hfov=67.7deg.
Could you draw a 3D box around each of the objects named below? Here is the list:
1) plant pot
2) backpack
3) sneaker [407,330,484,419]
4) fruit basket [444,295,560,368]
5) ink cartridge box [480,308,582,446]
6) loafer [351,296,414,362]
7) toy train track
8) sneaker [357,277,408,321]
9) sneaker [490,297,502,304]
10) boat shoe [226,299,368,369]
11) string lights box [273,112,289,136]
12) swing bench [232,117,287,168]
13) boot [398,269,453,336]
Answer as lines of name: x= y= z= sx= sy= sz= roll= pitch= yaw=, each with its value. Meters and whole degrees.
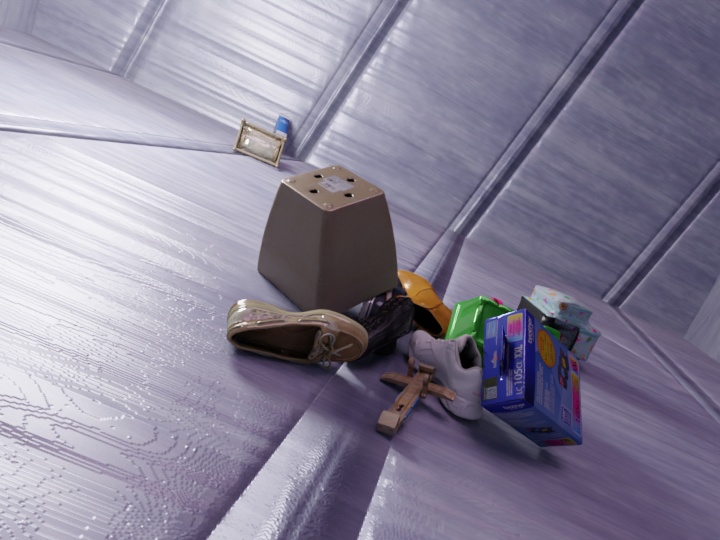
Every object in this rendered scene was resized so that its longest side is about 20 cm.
plant pot: x=-0.054 y=-0.066 z=0.941 sx=0.196 sy=0.182 sz=0.198 roll=-23 pitch=42 yaw=-36
backpack: x=0.512 y=0.139 z=1.380 sx=0.196 sy=0.157 sz=0.176 roll=27 pitch=7 yaw=-16
sneaker: x=0.145 y=0.138 z=0.850 sx=0.076 sy=0.102 sz=0.200 roll=13 pitch=18 yaw=-30
fruit basket: x=0.247 y=0.147 z=0.994 sx=0.209 sy=0.159 sz=0.218 roll=18 pitch=-30 yaw=11
ink cartridge box: x=0.241 y=0.153 z=0.778 sx=0.198 sy=0.075 sz=0.140 roll=35 pitch=51 yaw=-31
loafer: x=0.034 y=0.104 z=0.854 sx=0.066 sy=0.073 sz=0.199 roll=-4 pitch=14 yaw=33
toy train track: x=0.068 y=0.161 z=0.732 sx=0.111 sy=0.034 sz=0.199 roll=12 pitch=16 yaw=20
sneaker: x=0.053 y=0.058 z=1.030 sx=0.077 sy=0.081 sz=0.201 roll=19 pitch=25 yaw=6
sneaker: x=0.307 y=0.120 z=1.246 sx=0.078 sy=0.077 sz=0.200 roll=23 pitch=15 yaw=-2
boat shoe: x=-0.081 y=0.093 z=0.709 sx=0.192 sy=0.076 sz=0.063 roll=9 pitch=23 yaw=-14
string lights box: x=-0.407 y=-0.697 z=2.722 sx=0.057 sy=0.104 sz=0.204 roll=18 pitch=40 yaw=-18
swing bench: x=-0.414 y=-0.524 z=2.210 sx=0.193 sy=0.134 sz=0.200 roll=20 pitch=9 yaw=-15
boot: x=0.117 y=0.063 z=1.128 sx=0.199 sy=0.072 sz=0.143 roll=37 pitch=15 yaw=24
